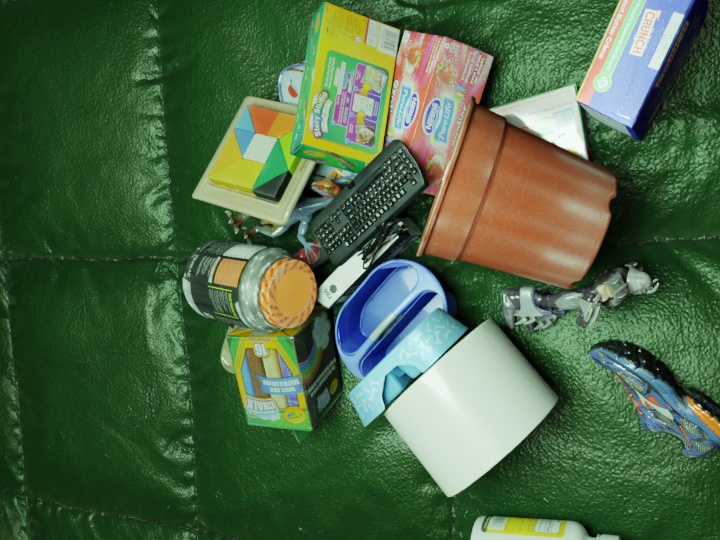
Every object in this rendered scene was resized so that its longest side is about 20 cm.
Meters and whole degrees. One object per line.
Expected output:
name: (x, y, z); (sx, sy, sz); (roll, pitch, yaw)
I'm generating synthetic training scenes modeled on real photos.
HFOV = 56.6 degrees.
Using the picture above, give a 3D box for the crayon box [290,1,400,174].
crayon box: (-0.021, -0.247, 0.920); (0.058, 0.116, 0.205); (172, 108, -67)

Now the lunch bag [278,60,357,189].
lunch bag: (-0.049, -0.230, 1.028); (0.157, 0.075, 0.205); (-8, 92, 30)

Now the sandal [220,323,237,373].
sandal: (-0.199, 0.087, 1.142); (0.079, 0.057, 0.205); (21, 104, 22)

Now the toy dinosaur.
toy dinosaur: (-0.114, -0.105, 1.031); (0.179, 0.106, 0.202); (-26, 41, 8)

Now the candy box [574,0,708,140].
candy box: (0.328, -0.249, 0.771); (0.076, 0.199, 0.172); (29, 107, 19)

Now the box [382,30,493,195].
box: (0.093, -0.216, 0.929); (0.099, 0.094, 0.204); (36, 113, 53)

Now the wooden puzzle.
wooden puzzle: (-0.144, -0.171, 0.980); (0.197, 0.037, 0.188); (15, 72, 32)

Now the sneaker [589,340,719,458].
sneaker: (0.378, 0.167, 0.864); (0.199, 0.075, 0.079); (40, 114, 18)

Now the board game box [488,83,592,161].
board game box: (0.240, -0.132, 0.915); (0.150, 0.040, 0.205); (-10, 91, 26)

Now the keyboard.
keyboard: (0.011, -0.075, 0.903); (0.105, 0.040, 0.200); (51, 124, 4)

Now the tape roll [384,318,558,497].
tape roll: (0.147, 0.183, 0.905); (0.140, 0.202, 0.203); (48, 113, 12)

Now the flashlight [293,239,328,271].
flashlight: (-0.081, -0.032, 1.066); (0.198, 0.068, 0.069); (-34, 82, 24)

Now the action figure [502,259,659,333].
action figure: (0.289, 0.036, 0.868); (0.198, 0.129, 0.071); (-17, 84, 42)

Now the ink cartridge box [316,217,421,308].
ink cartridge box: (0.000, 0.000, 1.013); (0.200, 0.099, 0.039); (-44, 77, 24)

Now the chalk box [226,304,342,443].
chalk box: (-0.112, 0.170, 1.060); (0.121, 0.125, 0.204); (0, 110, 25)

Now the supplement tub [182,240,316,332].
supplement tub: (-0.166, 0.023, 1.000); (0.197, 0.121, 0.126); (9, 100, 42)

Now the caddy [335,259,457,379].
caddy: (0.050, 0.075, 0.992); (0.142, 0.105, 0.201); (46, 112, 13)

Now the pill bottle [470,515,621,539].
pill bottle: (0.258, 0.404, 0.924); (0.196, 0.111, 0.114); (-7, 93, 27)

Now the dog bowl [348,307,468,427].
dog bowl: (0.059, 0.128, 0.902); (0.050, 0.111, 0.200); (46, 112, 10)

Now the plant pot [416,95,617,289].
plant pot: (0.189, -0.080, 0.813); (0.192, 0.201, 0.205); (20, 105, 3)
